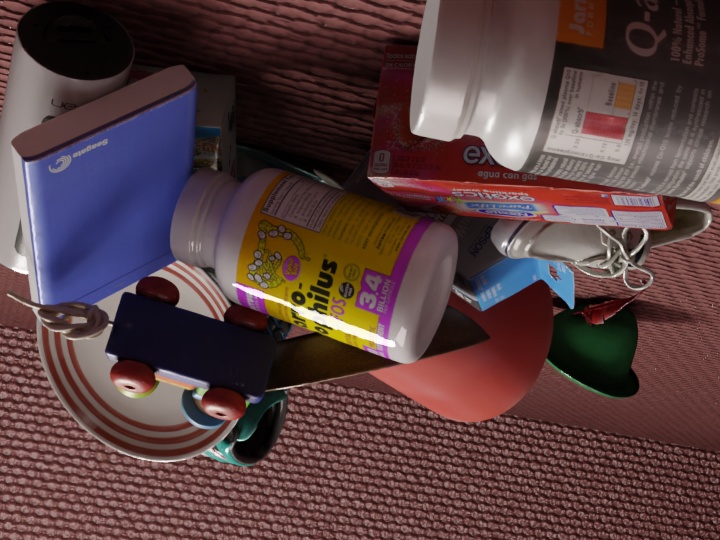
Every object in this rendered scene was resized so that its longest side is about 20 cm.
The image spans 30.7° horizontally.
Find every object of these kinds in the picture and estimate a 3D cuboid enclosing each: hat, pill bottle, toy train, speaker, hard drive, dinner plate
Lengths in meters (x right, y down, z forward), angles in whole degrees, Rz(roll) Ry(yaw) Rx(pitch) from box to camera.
[{"bbox_3d":[0.321,0.046,1.647,0.164,0.177,0.201,12,-154,-30],"label":"hat"},{"bbox_3d":[0.132,-0.107,0.725,0.197,0.118,0.116,9,169,-5],"label":"pill bottle"},{"bbox_3d":[-0.172,0.062,0.999,0.198,0.086,0.116,17,154,-9],"label":"toy train"},{"bbox_3d":[-0.220,-0.091,0.936,0.080,0.082,0.201,11,135,-17],"label":"speaker"},{"bbox_3d":[-0.179,-0.048,0.939,0.131,0.025,0.201,-29,155,-25],"label":"hard drive"},{"bbox_3d":[-0.180,0.065,1.098,0.197,0.203,0.024,5,-159,19],"label":"dinner plate"},{"bbox_3d":[-0.035,-0.011,0.954,0.198,0.105,0.104,18,172,15],"label":"pill bottle"}]

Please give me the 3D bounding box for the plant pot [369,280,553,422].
[{"bbox_3d":[0.068,0.038,1.308,0.199,0.203,0.176,-1,165,40],"label":"plant pot"}]

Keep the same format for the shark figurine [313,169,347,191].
[{"bbox_3d":[-0.010,-0.005,1.110,0.128,0.090,0.215,38,173,6],"label":"shark figurine"}]

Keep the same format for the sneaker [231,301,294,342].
[{"bbox_3d":[-0.098,0.041,1.213,0.086,0.075,0.200,-32,180,-35],"label":"sneaker"}]

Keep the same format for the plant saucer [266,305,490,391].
[{"bbox_3d":[0.005,0.059,1.056,0.198,0.037,0.200,-13,178,0],"label":"plant saucer"}]

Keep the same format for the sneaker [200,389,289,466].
[{"bbox_3d":[-0.127,0.099,1.146,0.120,0.084,0.201,12,138,41],"label":"sneaker"}]

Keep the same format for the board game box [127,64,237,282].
[{"bbox_3d":[-0.174,-0.072,1.057,0.145,0.065,0.201,7,138,3],"label":"board game box"}]

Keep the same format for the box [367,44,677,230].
[{"bbox_3d":[0.114,-0.089,0.884,0.197,0.097,0.100,5,170,20],"label":"box"}]

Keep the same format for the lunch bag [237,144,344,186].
[{"bbox_3d":[-0.118,-0.044,1.244,0.198,0.124,0.170,18,167,-19],"label":"lunch bag"}]

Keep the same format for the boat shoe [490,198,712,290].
[{"bbox_3d":[0.192,-0.027,0.982,0.200,0.086,0.075,-12,146,-37],"label":"boat shoe"}]

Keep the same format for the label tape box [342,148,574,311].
[{"bbox_3d":[0.088,-0.020,1.130,0.199,0.066,0.143,38,176,15],"label":"label tape box"}]
